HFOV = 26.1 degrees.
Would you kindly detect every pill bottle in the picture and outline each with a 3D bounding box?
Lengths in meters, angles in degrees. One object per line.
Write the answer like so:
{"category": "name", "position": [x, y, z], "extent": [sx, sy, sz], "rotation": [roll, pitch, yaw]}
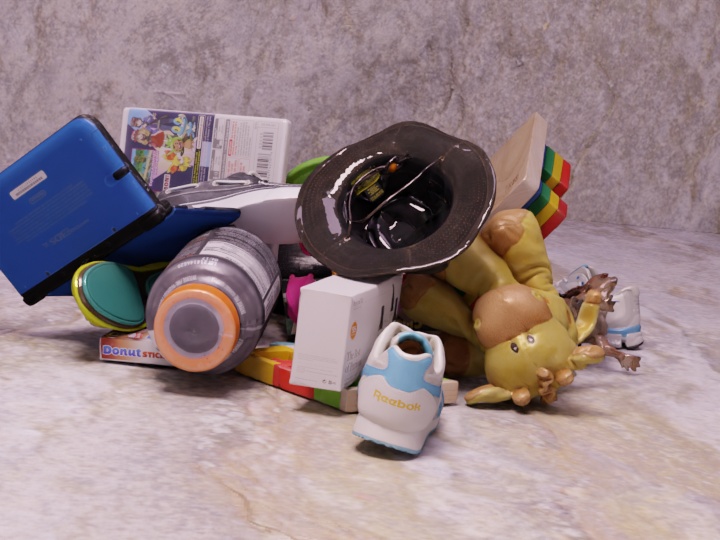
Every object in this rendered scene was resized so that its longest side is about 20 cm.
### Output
{"category": "pill bottle", "position": [-0.132, 0.030, 1.386], "extent": [0.105, 0.108, 0.200], "rotation": [6, 12, 3]}

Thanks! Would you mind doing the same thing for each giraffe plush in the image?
{"category": "giraffe plush", "position": [0.140, 0.059, 1.438], "extent": [0.199, 0.173, 0.162], "rotation": [39, 14, -10]}

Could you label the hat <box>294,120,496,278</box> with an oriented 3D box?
{"category": "hat", "position": [0.039, -0.043, 1.435], "extent": [0.198, 0.081, 0.202], "rotation": [-12, 45, 12]}

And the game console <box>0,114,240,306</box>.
{"category": "game console", "position": [-0.246, -0.056, 1.471], "extent": [0.199, 0.171, 0.119], "rotation": [-29, 14, 32]}

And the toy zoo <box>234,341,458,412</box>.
{"category": "toy zoo", "position": [-0.024, 0.093, 1.417], "extent": [0.130, 0.021, 0.199], "rotation": [0, 9, -40]}

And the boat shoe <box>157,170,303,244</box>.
{"category": "boat shoe", "position": [-0.113, -0.066, 1.531], "extent": [0.197, 0.068, 0.072], "rotation": [-9, -38, 19]}

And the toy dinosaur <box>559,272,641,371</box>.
{"category": "toy dinosaur", "position": [0.208, 0.058, 1.655], "extent": [0.198, 0.087, 0.135], "rotation": [-5, 10, -29]}

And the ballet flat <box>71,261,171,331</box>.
{"category": "ballet flat", "position": [-0.223, 0.028, 1.467], "extent": [0.066, 0.068, 0.199], "rotation": [-19, -6, 26]}

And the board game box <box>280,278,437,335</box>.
{"category": "board game box", "position": [0.016, 0.036, 1.657], "extent": [0.197, 0.024, 0.105], "rotation": [-1, 21, -6]}

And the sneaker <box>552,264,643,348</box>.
{"category": "sneaker", "position": [0.247, 0.034, 1.853], "extent": [0.198, 0.088, 0.075], "rotation": [8, 9, 29]}

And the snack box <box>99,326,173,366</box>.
{"category": "snack box", "position": [-0.192, 0.062, 1.506], "extent": [0.071, 0.025, 0.200], "rotation": [5, 7, 6]}

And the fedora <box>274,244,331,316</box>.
{"category": "fedora", "position": [-0.061, -0.005, 1.754], "extent": [0.198, 0.092, 0.202], "rotation": [5, -36, 4]}

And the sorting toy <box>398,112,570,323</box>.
{"category": "sorting toy", "position": [0.135, -0.041, 1.609], "extent": [0.069, 0.199, 0.200], "rotation": [39, 24, -9]}

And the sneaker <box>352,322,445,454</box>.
{"category": "sneaker", "position": [0.039, 0.084, 1.252], "extent": [0.076, 0.082, 0.200], "rotation": [16, 9, -1]}

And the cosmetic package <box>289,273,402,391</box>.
{"category": "cosmetic package", "position": [-0.009, 0.048, 1.371], "extent": [0.050, 0.084, 0.200], "rotation": [7, 8, 13]}

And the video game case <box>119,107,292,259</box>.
{"category": "video game case", "position": [-0.167, -0.060, 1.589], "extent": [0.180, 0.203, 0.023], "rotation": [6, -3, 14]}

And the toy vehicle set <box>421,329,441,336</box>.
{"category": "toy vehicle set", "position": [0.067, 0.063, 1.702], "extent": [0.197, 0.027, 0.124], "rotation": [8, 7, 15]}

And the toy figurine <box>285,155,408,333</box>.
{"category": "toy figurine", "position": [0.000, 0.000, 1.562], "extent": [0.197, 0.151, 0.186], "rotation": [-5, 48, 14]}
